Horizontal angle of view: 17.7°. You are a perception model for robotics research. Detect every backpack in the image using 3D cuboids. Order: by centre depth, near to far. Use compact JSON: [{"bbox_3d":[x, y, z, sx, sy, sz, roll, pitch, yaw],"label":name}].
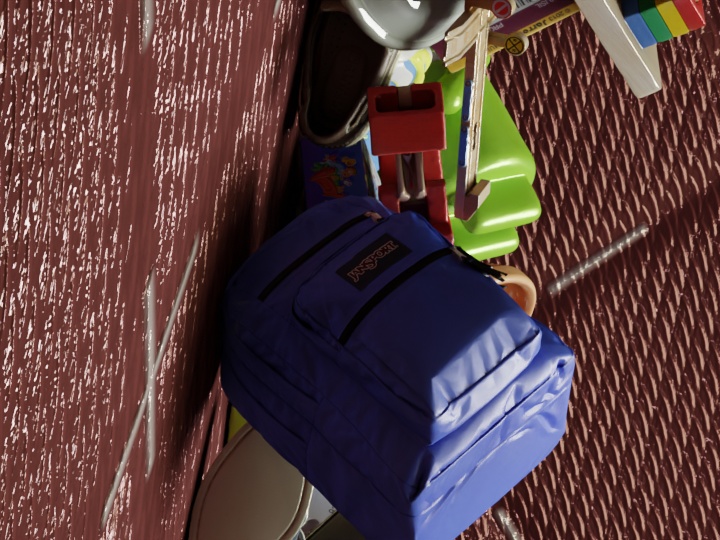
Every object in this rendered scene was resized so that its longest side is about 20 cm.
[{"bbox_3d":[0.016,0.045,1.417,0.162,0.200,0.168,-35,149,-29],"label":"backpack"}]

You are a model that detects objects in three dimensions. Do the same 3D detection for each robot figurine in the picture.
[{"bbox_3d":[0.061,-0.103,1.812,0.201,0.115,0.176,62,-33,22],"label":"robot figurine"}]

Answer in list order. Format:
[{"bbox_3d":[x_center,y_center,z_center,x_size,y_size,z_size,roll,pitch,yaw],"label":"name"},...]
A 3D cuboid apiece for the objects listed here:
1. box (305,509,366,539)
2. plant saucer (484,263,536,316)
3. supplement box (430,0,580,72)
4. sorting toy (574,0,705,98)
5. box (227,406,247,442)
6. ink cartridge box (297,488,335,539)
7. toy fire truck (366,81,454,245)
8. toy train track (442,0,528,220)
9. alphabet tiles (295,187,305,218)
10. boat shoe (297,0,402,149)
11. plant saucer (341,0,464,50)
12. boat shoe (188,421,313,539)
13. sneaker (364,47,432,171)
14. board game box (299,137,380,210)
[{"bbox_3d":[-0.024,0.284,1.666,0.197,0.117,0.200,-41,160,-20],"label":"box"},{"bbox_3d":[0.034,0.061,1.613,0.200,0.037,0.200,-33,157,-15],"label":"plant saucer"},{"bbox_3d":[0.096,-0.260,1.671,0.103,0.131,0.200,49,28,-32],"label":"supplement box"},{"bbox_3d":[0.173,-0.259,1.572,0.200,0.069,0.199,49,29,-43],"label":"sorting toy"},{"bbox_3d":[-0.065,0.135,1.666,0.122,0.047,0.201,-71,172,-50],"label":"box"},{"bbox_3d":[-0.009,0.152,1.888,0.145,0.084,0.200,-48,-164,41],"label":"ink cartridge box"},{"bbox_3d":[0.033,-0.070,1.532,0.200,0.048,0.142,-93,177,-71],"label":"toy fire truck"},{"bbox_3d":[0.084,-0.122,1.480,0.115,0.032,0.201,-51,150,-53],"label":"toy train track"},{"bbox_3d":[-0.046,-0.002,1.777,0.167,0.006,0.201,-72,173,-49],"label":"alphabet tiles"},{"bbox_3d":[0.005,-0.175,1.516,0.075,0.074,0.203,-38,141,-74],"label":"boat shoe"},{"bbox_3d":[0.050,-0.239,1.467,0.200,0.050,0.201,-17,111,-53],"label":"plant saucer"},{"bbox_3d":[-0.075,0.184,1.518,0.062,0.075,0.201,-15,119,-83],"label":"boat shoe"},{"bbox_3d":[0.006,-0.115,1.664,0.200,0.075,0.106,39,65,-86],"label":"sneaker"},{"bbox_3d":[0.000,0.000,1.675,0.200,0.045,0.135,65,18,-69],"label":"board game box"}]
